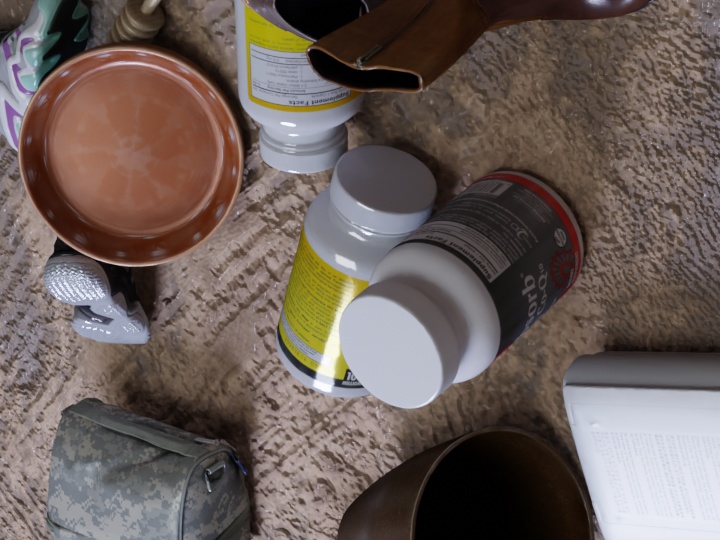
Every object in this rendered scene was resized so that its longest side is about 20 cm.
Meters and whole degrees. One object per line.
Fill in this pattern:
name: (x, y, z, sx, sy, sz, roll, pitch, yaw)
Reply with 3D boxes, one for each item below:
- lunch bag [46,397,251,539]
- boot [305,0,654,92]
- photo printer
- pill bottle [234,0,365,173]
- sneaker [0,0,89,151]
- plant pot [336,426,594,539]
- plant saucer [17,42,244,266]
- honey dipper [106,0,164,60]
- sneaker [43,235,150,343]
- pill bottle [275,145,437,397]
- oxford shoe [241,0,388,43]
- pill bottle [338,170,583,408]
lunch bag: (-0.208, 0.223, 1.852, 0.199, 0.139, 0.169, 16, 127, 31)
boot: (0.089, -0.179, 1.294, 0.187, 0.200, 0.069, 16, 126, 32)
photo printer: (0.267, 0.143, 1.451, 0.199, 0.069, 0.167, -2, 115, 40)
pill bottle: (-0.047, -0.181, 1.477, 0.104, 0.104, 0.201, 21, 129, 28)
sneaker: (-0.326, -0.204, 1.714, 0.140, 0.078, 0.201, 35, 134, 16)
plant pot: (0.069, 0.236, 1.620, 0.200, 0.187, 0.188, -15, 107, 58)
plant saucer: (-0.200, -0.102, 1.646, 0.198, 0.032, 0.202, 1, 110, 2)
honey dipper: (-0.157, -0.252, 1.576, 0.038, 0.038, 0.200, 47, 133, 5)
sneaker: (-0.238, -0.006, 1.776, 0.075, 0.115, 0.200, 3, 158, 11)
pill bottle: (0.000, 0.000, 1.550, 0.112, 0.112, 0.201, 33, 134, 19)
oxford shoe: (-0.001, -0.181, 1.385, 0.072, 0.199, 0.073, -64, 35, 20)
pill bottle: (0.077, 0.015, 1.432, 0.115, 0.200, 0.117, 21, 130, 28)
